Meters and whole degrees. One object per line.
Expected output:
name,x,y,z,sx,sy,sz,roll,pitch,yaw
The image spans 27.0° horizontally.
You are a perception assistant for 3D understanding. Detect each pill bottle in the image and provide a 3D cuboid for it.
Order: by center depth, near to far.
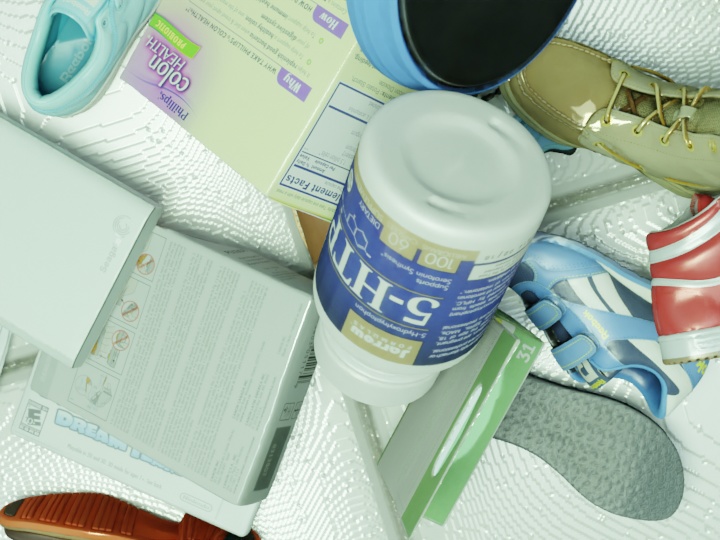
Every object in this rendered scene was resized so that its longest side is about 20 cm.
pill bottle,0.035,-0.005,0.950,0.119,0.120,0.200,21,138,0

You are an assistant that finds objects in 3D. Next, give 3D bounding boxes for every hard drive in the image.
hard drive,-0.258,-0.036,1.083,0.200,0.026,0.132,30,97,10

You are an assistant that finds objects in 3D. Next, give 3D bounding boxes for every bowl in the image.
bowl,0.076,-0.201,0.910,0.039,0.200,0.201,32,103,37

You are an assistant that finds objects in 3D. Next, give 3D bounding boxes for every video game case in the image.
video game case,-0.143,0.079,1.124,0.199,0.024,0.183,23,101,5

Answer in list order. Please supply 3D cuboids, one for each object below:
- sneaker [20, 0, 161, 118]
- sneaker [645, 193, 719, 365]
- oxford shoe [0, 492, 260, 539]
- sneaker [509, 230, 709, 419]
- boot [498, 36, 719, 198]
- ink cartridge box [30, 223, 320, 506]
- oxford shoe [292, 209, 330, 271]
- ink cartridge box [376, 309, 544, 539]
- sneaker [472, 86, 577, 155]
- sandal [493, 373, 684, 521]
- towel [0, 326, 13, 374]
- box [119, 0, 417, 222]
sneaker,-0.179,-0.195,1.055,0.074,0.082,0.201,24,101,-1
sneaker,0.292,-0.009,1.025,0.199,0.071,0.113,-12,87,-6
oxford shoe,-0.179,0.219,1.136,0.199,0.071,0.073,12,106,2
sneaker,0.159,0.034,1.064,0.199,0.074,0.082,27,80,-1
boot,0.202,-0.103,0.982,0.199,0.155,0.073,27,83,-20
ink cartridge box,-0.130,0.054,1.091,0.200,0.057,0.163,25,101,27
oxford shoe,0.000,0.000,1.084,0.071,0.071,0.201,-22,96,10
ink cartridge box,0.071,0.100,1.001,0.048,0.200,0.146,28,93,-9
sneaker,0.073,-0.063,1.050,0.200,0.078,0.090,-34,107,-7
sandal,0.151,0.116,1.113,0.200,0.043,0.076,29,94,9
towel,-0.348,0.001,1.132,0.199,0.024,0.147,21,100,1
box,-0.036,-0.163,1.001,0.176,0.097,0.200,38,102,36
